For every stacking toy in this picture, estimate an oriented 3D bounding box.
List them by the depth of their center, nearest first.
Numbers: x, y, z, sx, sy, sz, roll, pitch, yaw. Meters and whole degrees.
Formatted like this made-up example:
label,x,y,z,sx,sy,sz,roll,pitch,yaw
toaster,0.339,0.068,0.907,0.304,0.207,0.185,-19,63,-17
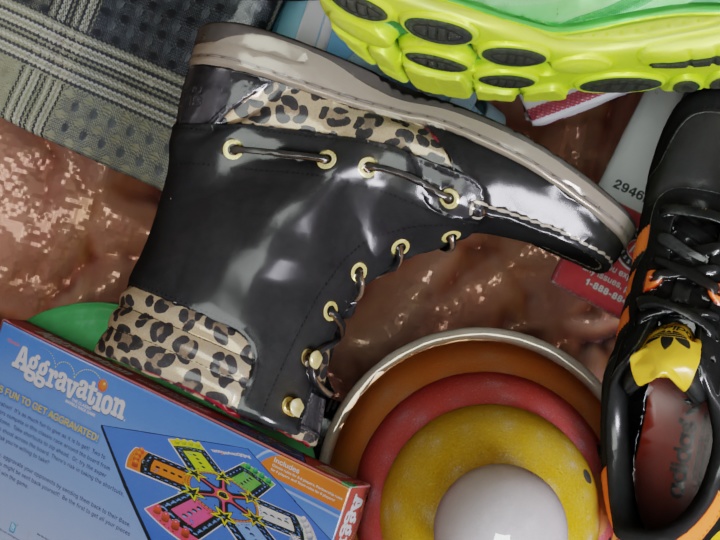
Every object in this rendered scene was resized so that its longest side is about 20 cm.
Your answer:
label,x,y,z,sx,sy,sz,roll,pitch,yaw
stacking toy,0.052,0.100,0.707,0.146,0.200,0.147,0,91,1

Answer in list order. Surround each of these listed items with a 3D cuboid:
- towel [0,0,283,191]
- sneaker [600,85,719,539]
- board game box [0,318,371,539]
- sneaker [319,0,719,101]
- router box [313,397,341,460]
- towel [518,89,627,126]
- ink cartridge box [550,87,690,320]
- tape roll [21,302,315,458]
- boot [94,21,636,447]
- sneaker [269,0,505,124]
label,x,y,z,sx,sy,sz,roll,pitch,yaw
towel,-0.118,-0.153,0.812,0.200,0.035,0.193,26,95,22
sneaker,0.135,0.020,0.696,0.070,0.090,0.201,6,87,23
board game box,-0.094,0.102,0.755,0.200,0.019,0.103,22,98,31
sneaker,0.079,-0.114,0.693,0.199,0.074,0.084,-1,74,-13
router box,-0.022,0.167,0.840,0.149,0.051,0.200,21,96,1
towel,0.112,-0.177,0.774,0.144,0.023,0.201,-20,74,23
ink cartridge box,0.197,-0.049,0.772,0.144,0.084,0.200,29,95,23
tape roll,-0.112,0.115,0.803,0.200,0.048,0.201,-3,84,31
boot,0.000,0.000,0.726,0.200,0.073,0.151,24,82,-9
sneaker,0.023,-0.105,0.813,0.130,0.080,0.200,23,84,-14
